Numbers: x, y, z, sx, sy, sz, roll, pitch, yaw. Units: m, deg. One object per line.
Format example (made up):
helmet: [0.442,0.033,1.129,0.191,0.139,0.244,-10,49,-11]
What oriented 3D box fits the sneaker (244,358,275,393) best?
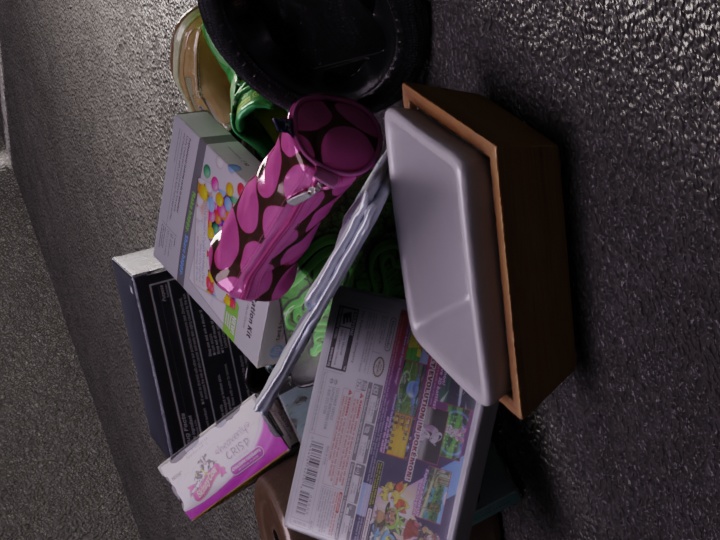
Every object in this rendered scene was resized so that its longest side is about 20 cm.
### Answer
sneaker: [-0.047,0.062,1.724,0.075,0.080,0.200,36,147,-13]

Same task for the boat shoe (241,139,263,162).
boat shoe: [-0.054,-0.049,1.764,0.073,0.074,0.202,6,121,59]

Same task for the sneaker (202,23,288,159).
sneaker: [-0.085,-0.164,1.677,0.074,0.083,0.201,-39,75,25]

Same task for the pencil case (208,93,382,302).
pencil case: [-0.058,-0.051,1.465,0.200,0.090,0.094,123,154,-48]

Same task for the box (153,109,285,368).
box: [-0.118,-0.031,1.685,0.200,0.041,0.157,43,132,40]

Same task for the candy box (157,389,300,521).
candy box: [-0.074,0.142,1.675,0.136,0.200,0.061,-38,83,31]

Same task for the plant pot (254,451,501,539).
plant pot: [0.005,0.206,1.590,0.200,0.173,0.202,166,90,-74]

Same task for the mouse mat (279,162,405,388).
mouse mat: [0.000,0.000,1.504,0.199,0.007,0.163,-19,76,43]

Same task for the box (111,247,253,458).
box: [-0.131,0.065,1.872,0.123,0.196,0.202,-155,52,-68]

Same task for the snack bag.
snack bag: [-0.019,-0.005,1.407,0.201,0.021,0.189,-61,2,25]

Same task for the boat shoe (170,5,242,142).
boat shoe: [-0.134,-0.167,1.810,0.076,0.071,0.201,43,154,36]

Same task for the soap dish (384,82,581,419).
soap dish: [0.085,-0.020,1.285,0.157,0.080,0.202,-136,35,-60]

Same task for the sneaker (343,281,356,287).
sneaker: [-0.012,-0.014,1.603,0.200,0.086,0.074,-138,37,-62]

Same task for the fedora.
fedora: [-0.029,-0.220,1.434,0.092,0.198,0.202,-69,-17,-48]

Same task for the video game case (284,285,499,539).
video game case: [0.027,0.124,1.436,0.181,0.023,0.202,12,88,44]

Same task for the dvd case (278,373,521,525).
dvd case: [0.027,0.140,1.516,0.201,0.145,0.022,63,180,38]
